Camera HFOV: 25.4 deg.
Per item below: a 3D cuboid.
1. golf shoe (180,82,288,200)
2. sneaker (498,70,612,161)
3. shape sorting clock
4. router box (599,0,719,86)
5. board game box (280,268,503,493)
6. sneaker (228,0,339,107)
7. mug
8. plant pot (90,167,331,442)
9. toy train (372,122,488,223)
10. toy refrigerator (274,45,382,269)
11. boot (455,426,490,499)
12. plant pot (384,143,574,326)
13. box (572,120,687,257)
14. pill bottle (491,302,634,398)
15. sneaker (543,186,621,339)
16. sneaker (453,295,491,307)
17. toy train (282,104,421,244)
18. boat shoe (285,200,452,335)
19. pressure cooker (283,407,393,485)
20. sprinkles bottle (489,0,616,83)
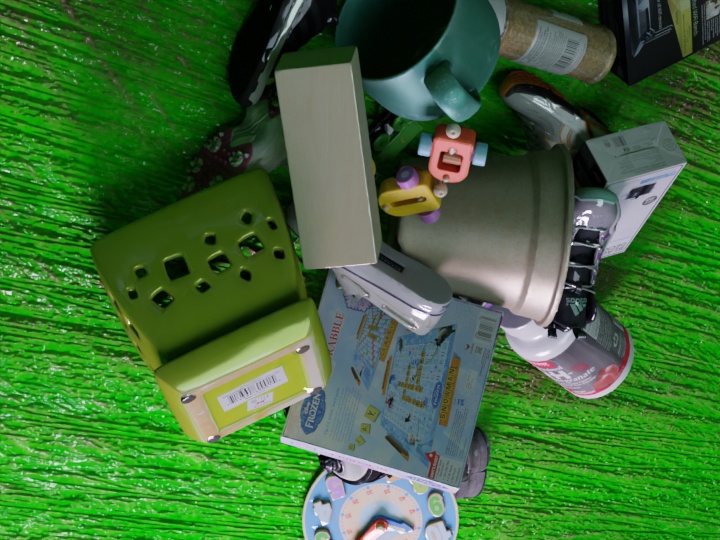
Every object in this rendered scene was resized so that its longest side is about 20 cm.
[{"bbox_3d":[-0.100,-0.122,1.636,0.200,0.075,0.091,-47,137,8],"label":"golf shoe"},{"bbox_3d":[0.215,-0.152,1.817,0.199,0.076,0.092,27,111,-41],"label":"sneaker"},{"bbox_3d":[0.025,0.315,2.005,0.197,0.039,0.202,-1,114,-1],"label":"shape sorting clock"},{"bbox_3d":[0.342,-0.327,1.779,0.156,0.052,0.201,-26,133,-15],"label":"router box"},{"bbox_3d":[0.035,0.114,1.712,0.041,0.197,0.202,106,1,-74],"label":"board game box"},{"bbox_3d":[-0.058,-0.243,1.566,0.082,0.072,0.201,16,113,-32],"label":"sneaker"},{"bbox_3d":[0.064,-0.214,1.597,0.151,0.187,0.114,-10,150,33],"label":"mug"},{"bbox_3d":[-0.138,0.048,1.613,0.198,0.183,0.200,-24,155,-6],"label":"plant pot"},{"bbox_3d":[0.030,-0.119,1.622,0.197,0.056,0.151,8,143,6],"label":"toy train"},{"bbox_3d":[-0.029,-0.109,1.545,0.075,0.070,0.202,-5,112,8],"label":"toy refrigerator"},{"bbox_3d":[0.102,0.303,2.088,0.130,0.070,0.202,-8,131,-34],"label":"boot"},{"bbox_3d":[0.123,-0.048,1.750,0.181,0.201,0.202,6,123,-5],"label":"plant pot"},{"bbox_3d":[0.287,-0.084,1.865,0.115,0.061,0.201,-15,155,-24],"label":"box"},{"bbox_3d":[0.247,0.074,1.976,0.111,0.111,0.199,-48,134,8],"label":"pill bottle"},{"bbox_3d":[0.244,0.008,1.782,0.077,0.141,0.201,5,149,-5],"label":"sneaker"},{"bbox_3d":[0.123,0.044,1.916,0.083,0.081,0.201,-6,135,-49],"label":"sneaker"},{"bbox_3d":[-0.013,-0.104,1.728,0.200,0.042,0.056,-46,145,5],"label":"toy train"},{"bbox_3d":[0.000,0.000,1.682,0.070,0.199,0.071,-61,177,37],"label":"boat shoe"},{"bbox_3d":[0.015,0.148,1.820,0.198,0.180,0.176,-23,164,-29],"label":"pressure cooker"},{"bbox_3d":[0.187,-0.253,1.724,0.198,0.068,0.069,10,117,-37],"label":"sprinkles bottle"}]
